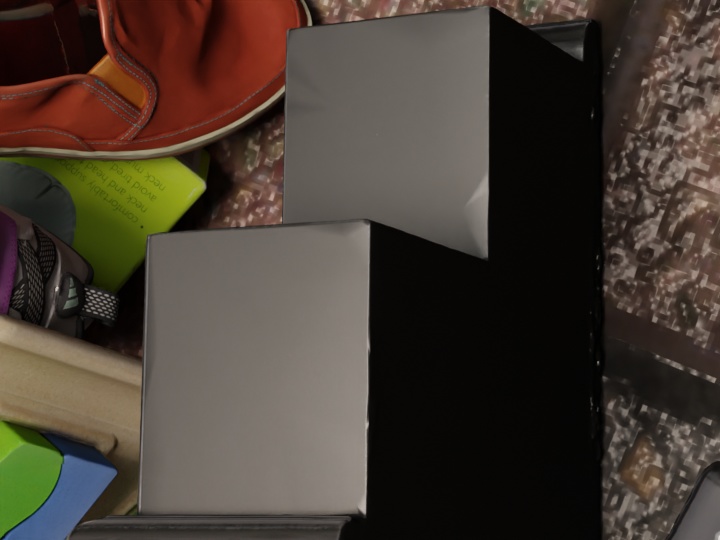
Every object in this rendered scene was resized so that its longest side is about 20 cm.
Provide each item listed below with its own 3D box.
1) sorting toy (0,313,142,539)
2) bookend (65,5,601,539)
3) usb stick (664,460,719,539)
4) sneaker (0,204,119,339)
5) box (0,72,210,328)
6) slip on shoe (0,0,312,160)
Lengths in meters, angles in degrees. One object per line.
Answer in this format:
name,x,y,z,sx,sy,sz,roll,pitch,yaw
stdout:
sorting toy,-0.109,0.120,0.751,0.036,0.185,0.201,40,102,43
bookend,0.000,0.000,0.704,0.092,0.200,0.200,-3,81,27
usb stick,0.093,0.156,0.725,0.055,0.033,0.201,31,96,29
sneaker,-0.173,0.008,0.780,0.199,0.140,0.078,8,81,37
box,-0.165,-0.001,0.845,0.122,0.048,0.200,38,103,-13
slip on shoe,-0.093,-0.080,0.774,0.061,0.199,0.074,-43,64,46
